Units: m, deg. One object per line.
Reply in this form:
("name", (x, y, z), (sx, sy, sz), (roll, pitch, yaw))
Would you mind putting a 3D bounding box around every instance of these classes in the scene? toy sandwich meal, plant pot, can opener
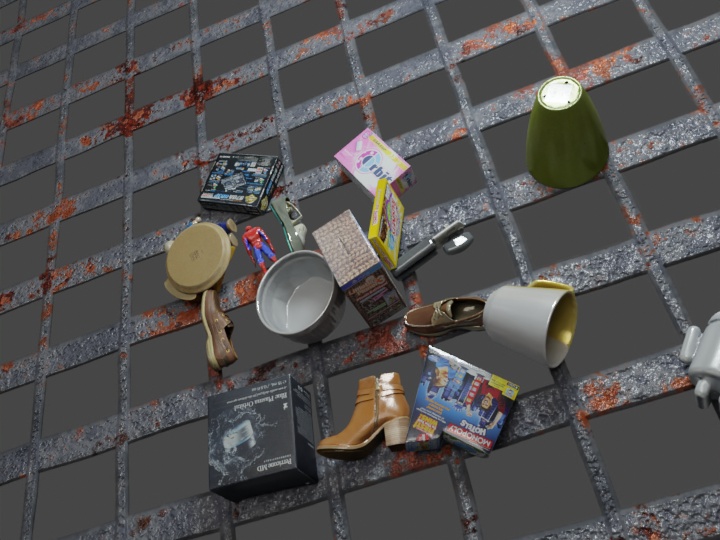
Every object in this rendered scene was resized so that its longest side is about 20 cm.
("toy sandwich meal", (-0.397, -0.018, 1.785), (0.201, 0.070, 0.209), (-7, 67, 18))
("plant pot", (0.440, -0.315, 1.562), (0.184, 0.201, 0.190), (-10, 58, 16))
("can opener", (0.156, -0.041, 1.602), (0.198, 0.053, 0.067), (-32, 54, 2))

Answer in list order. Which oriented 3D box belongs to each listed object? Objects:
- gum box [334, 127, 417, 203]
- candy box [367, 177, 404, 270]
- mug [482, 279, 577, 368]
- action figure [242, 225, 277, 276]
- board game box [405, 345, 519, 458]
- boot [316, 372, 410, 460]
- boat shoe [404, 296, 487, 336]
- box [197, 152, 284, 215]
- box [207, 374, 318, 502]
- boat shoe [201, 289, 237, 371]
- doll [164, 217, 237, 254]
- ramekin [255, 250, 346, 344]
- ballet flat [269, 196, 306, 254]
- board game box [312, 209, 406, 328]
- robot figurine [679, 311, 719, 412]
("gum box", (0.033, -0.254, 1.770), (0.113, 0.066, 0.200), (-40, 54, -4))
("candy box", (0.060, -0.107, 1.621), (0.026, 0.103, 0.202), (-14, 41, 23))
("mug", (0.335, 0.097, 1.420), (0.151, 0.185, 0.152), (13, 98, 37))
("action figure", (-0.246, -0.048, 1.771), (0.065, 0.052, 0.201), (-30, 49, -5))
("board game box", (0.177, 0.277, 1.385), (0.197, 0.062, 0.201), (23, 64, 21))
("boot", (0.003, 0.294, 1.455), (0.196, 0.074, 0.157), (-9, 58, 2))
("boat shoe", (0.183, 0.087, 1.503), (0.196, 0.072, 0.077), (-9, 57, 17))
("box", (-0.318, -0.232, 1.910), (0.197, 0.046, 0.161), (7, 64, 25))
("box", (-0.203, 0.346, 1.478), (0.193, 0.118, 0.203), (-16, 57, 12))
("boat shoe", (-0.328, 0.135, 1.685), (0.066, 0.072, 0.203), (-17, 62, 4))
("doll", (-0.415, -0.077, 1.854), (0.197, 0.048, 0.139), (-14, 69, 13))
("ramekin", (-0.125, 0.069, 1.610), (0.197, 0.105, 0.203), (-12, 59, 21))
("ballet flat", (-0.166, -0.109, 1.765), (0.063, 0.068, 0.202), (-25, 55, -3))
("board game box", (0.000, 0.000, 1.549), (0.096, 0.201, 0.161), (-31, 53, 2))
("robot figurine", (0.648, 0.151, 1.254), (0.168, 0.113, 0.202), (21, 70, 34))
